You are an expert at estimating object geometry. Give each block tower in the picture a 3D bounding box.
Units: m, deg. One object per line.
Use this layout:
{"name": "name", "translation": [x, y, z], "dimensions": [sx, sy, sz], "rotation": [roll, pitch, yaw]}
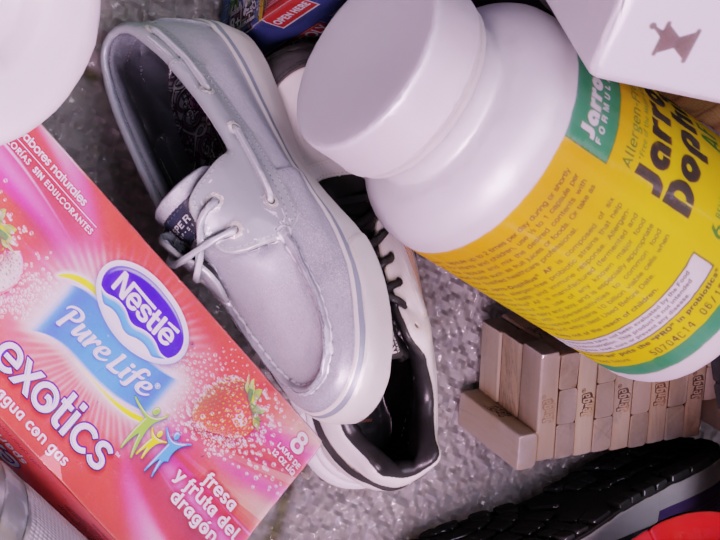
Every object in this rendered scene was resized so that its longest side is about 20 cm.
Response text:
{"name": "block tower", "translation": [0.146, 0.043, 1.190], "dimensions": [0.200, 0.054, 0.058], "rotation": [-9, 114, -27]}

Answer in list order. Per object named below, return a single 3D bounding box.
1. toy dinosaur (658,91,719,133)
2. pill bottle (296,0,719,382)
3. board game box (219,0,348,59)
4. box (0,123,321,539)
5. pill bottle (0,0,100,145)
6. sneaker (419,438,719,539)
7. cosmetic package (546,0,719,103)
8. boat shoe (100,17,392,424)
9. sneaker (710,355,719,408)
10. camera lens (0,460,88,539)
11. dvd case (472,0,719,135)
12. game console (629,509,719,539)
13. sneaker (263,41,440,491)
{"name": "toy dinosaur", "translation": [0.161, -0.095, 1.207], "dimensions": [0.200, 0.060, 0.106], "rotation": [34, 80, -40]}
{"name": "pill bottle", "translation": [0.074, -0.042, 1.059], "dimensions": [0.200, 0.113, 0.113], "rotation": [31, 72, -32]}
{"name": "board game box", "translation": [0.017, -0.208, 1.079], "dimensions": [0.062, 0.200, 0.200], "rotation": [13, 67, -30]}
{"name": "box", "translation": [-0.126, 0.034, 1.008], "dimensions": [0.200, 0.103, 0.095], "rotation": [49, 63, -20]}
{"name": "pill bottle", "translation": [-0.186, -0.091, 0.915], "dimensions": [0.114, 0.200, 0.114], "rotation": [2, 87, -32]}
{"name": "sneaker", "translation": [0.096, 0.148, 1.155], "dimensions": [0.200, 0.076, 0.088], "rotation": [-19, 104, -32]}
{"name": "cosmetic package", "translation": [0.165, -0.180, 1.042], "dimensions": [0.165, 0.200, 0.165], "rotation": [10, 122, -23]}
{"name": "boat shoe", "translation": [-0.054, -0.022, 1.030], "dimensions": [0.071, 0.070, 0.201], "rotation": [3, 49, -41]}
{"name": "sneaker", "translation": [0.208, 0.094, 1.159], "dimensions": [0.088, 0.076, 0.200], "rotation": [-32, 126, -56]}
{"name": "camera lens", "translation": [-0.139, 0.177, 0.959], "dimensions": [0.200, 0.160, 0.160], "rotation": [46, 66, -23]}
{"name": "dvd case", "translation": [0.090, -0.082, 1.196], "dimensions": [0.200, 0.025, 0.151], "rotation": [29, 73, -29]}
{"name": "game console", "translation": [0.122, 0.200, 1.124], "dimensions": [0.200, 0.031, 0.177], "rotation": [-35, 128, 15]}
{"name": "sneaker", "translation": [0.000, 0.000, 1.090], "dimensions": [0.074, 0.080, 0.200], "rotation": [-15, 100, -16]}
